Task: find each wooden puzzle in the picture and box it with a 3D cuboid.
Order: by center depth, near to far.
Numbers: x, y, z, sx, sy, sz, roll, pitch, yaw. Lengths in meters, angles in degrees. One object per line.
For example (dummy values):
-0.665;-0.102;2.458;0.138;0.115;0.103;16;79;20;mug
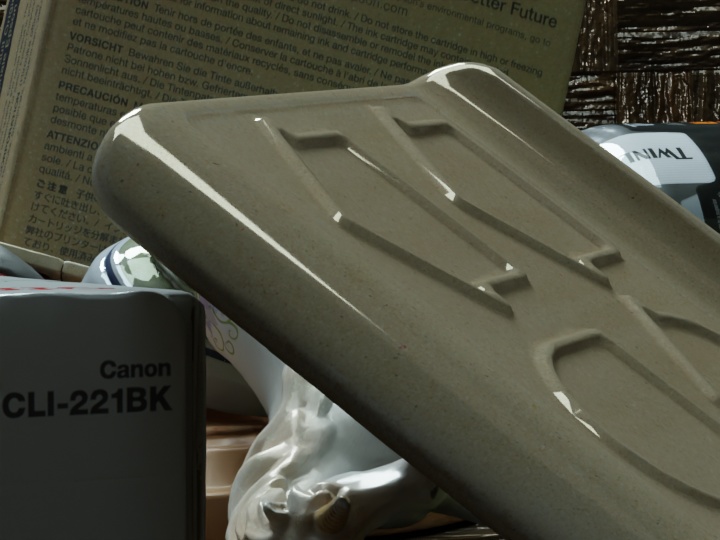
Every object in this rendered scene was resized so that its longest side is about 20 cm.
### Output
0.044;0.021;0.738;0.185;0.046;0.200;38;23;16;wooden puzzle

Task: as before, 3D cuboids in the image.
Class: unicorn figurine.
0.004;0.030;0.837;0.137;0.074;0.200;-11;33;-27;unicorn figurine

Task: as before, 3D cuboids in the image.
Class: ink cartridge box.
-0.138;0.044;0.740;0.144;0.084;0.200;-2;1;-23;ink cartridge box
-0.033;-0.050;1.079;0.200;0.165;0.075;15;-9;-19;ink cartridge box

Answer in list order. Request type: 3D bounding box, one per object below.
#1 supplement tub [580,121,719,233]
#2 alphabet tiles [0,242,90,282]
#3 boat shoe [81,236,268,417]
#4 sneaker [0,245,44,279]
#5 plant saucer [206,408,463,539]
0.145;0.002;1.176;0.200;0.123;0.123;-2;2;-23;supplement tub
-0.101;0.025;1.037;0.200;0.006;0.166;15;-19;1;alphabet tiles
0.000;0.000;0.946;0.200;0.062;0.072;-1;45;-42;boat shoe
-0.192;0.046;0.952;0.200;0.074;0.087;-10;39;7;sneaker
-0.057;0.061;0.942;0.200;0.032;0.200;-2;1;0;plant saucer
